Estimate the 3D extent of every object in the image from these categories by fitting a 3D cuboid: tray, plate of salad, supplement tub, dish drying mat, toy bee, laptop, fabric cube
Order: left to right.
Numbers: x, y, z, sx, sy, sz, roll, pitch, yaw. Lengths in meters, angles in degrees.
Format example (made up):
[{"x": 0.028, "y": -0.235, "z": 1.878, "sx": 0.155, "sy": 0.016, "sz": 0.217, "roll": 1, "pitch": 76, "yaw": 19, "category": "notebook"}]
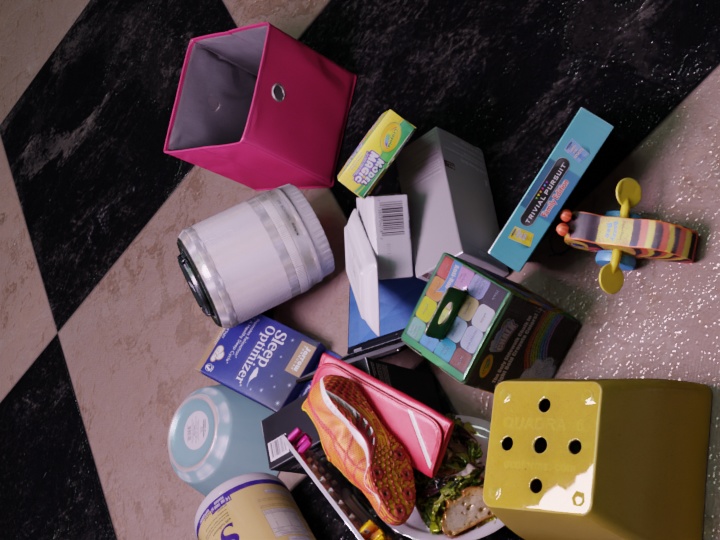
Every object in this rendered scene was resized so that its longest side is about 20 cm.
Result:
[{"x": -0.155, "y": -0.248, "z": 1.758, "sx": 0.200, "sy": 0.199, "sz": 0.197, "roll": 1, "pitch": 74, "yaw": 44, "category": "fabric cube"}, {"x": -0.128, "y": 0.391, "z": 1.520, "sx": 0.145, "sy": 0.145, "sz": 0.200, "roll": -52, "pitch": 46, "yaw": 16, "category": "supplement tub"}, {"x": 0.000, "y": 0.000, "z": 1.510, "sx": 0.200, "sy": 0.022, "sz": 0.108, "roll": -110, "pitch": 17, "yaw": -65, "category": "tray"}, {"x": 0.018, "y": 0.054, "z": 1.529, "sx": 0.187, "sy": 0.200, "sz": 0.116, "roll": -22, "pitch": 90, "yaw": 38, "category": "laptop"}, {"x": 0.019, "y": 0.173, "z": 1.356, "sx": 0.200, "sy": 0.018, "sz": 0.077, "roll": 25, "pitch": 106, "yaw": 31, "category": "dish drying mat"}, {"x": 0.105, "y": 0.242, "z": 1.348, "sx": 0.200, "sy": 0.048, "sz": 0.200, "roll": -7, "pitch": 39, "yaw": 5, "category": "plate of salad"}, {"x": 0.285, "y": -0.035, "z": 1.316, "sx": 0.200, "sy": 0.109, "sz": 0.131, "roll": -21, "pitch": 62, "yaw": 37, "category": "toy bee"}]

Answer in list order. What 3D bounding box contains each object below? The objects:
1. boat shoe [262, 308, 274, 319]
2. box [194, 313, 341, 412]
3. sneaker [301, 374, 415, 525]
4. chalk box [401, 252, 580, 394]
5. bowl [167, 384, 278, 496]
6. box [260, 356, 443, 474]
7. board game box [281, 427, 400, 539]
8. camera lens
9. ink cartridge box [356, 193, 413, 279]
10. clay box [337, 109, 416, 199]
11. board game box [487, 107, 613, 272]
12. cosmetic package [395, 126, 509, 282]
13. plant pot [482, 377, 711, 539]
[{"x": -0.163, "y": 0.011, "z": 1.762, "sx": 0.066, "sy": 0.070, "sz": 0.200, "roll": -14, "pitch": 63, "yaw": 26, "category": "boat shoe"}, {"x": -0.136, "y": 0.136, "z": 1.652, "sx": 0.200, "sy": 0.032, "sz": 0.121, "roll": 23, "pitch": 75, "yaw": 28, "category": "box"}, {"x": 0.001, "y": 0.218, "z": 1.330, "sx": 0.200, "sy": 0.073, "sz": 0.077, "roll": 59, "pitch": 134, "yaw": 27, "category": "sneaker"}, {"x": 0.143, "y": 0.067, "z": 1.345, "sx": 0.124, "sy": 0.200, "sz": 0.125, "roll": 34, "pitch": 98, "yaw": 46, "category": "chalk box"}, {"x": -0.216, "y": 0.254, "z": 1.688, "sx": 0.201, "sy": 0.105, "sz": 0.201, "roll": -18, "pitch": 63, "yaw": 39, "category": "bowl"}, {"x": -0.011, "y": 0.201, "z": 1.484, "sx": 0.200, "sy": 0.141, "sz": 0.079, "roll": -33, "pitch": 54, "yaw": 30, "category": "box"}, {"x": 0.005, "y": 0.292, "z": 1.382, "sx": 0.026, "sy": 0.200, "sz": 0.200, "roll": -44, "pitch": 54, "yaw": 1, "category": "board game box"}, {"x": -0.158, "y": -0.020, "z": 1.646, "sx": 0.200, "sy": 0.160, "sz": 0.160, "roll": -26, "pitch": 47, "yaw": -12, "category": "camera lens"}, {"x": 0.030, "y": -0.050, "z": 1.528, "sx": 0.200, "sy": 0.050, "sz": 0.109, "roll": -146, "pitch": 51, "yaw": -83, "category": "ink cartridge box"}, {"x": 0.019, "y": -0.156, "z": 1.490, "sx": 0.115, "sy": 0.048, "sz": 0.200, "roll": -54, "pitch": 4, "yaw": 4, "category": "clay box"}, {"x": 0.232, "y": -0.099, "z": 1.364, "sx": 0.047, "sy": 0.151, "sz": 0.200, "roll": 33, "pitch": 100, "yaw": 6, "category": "board game box"}, {"x": 0.120, "y": -0.077, "z": 1.492, "sx": 0.090, "sy": 0.107, "sz": 0.200, "roll": -33, "pitch": 55, "yaw": 33, "category": "cosmetic package"}, {"x": 0.242, "y": 0.205, "z": 1.213, "sx": 0.200, "sy": 0.176, "sz": 0.200, "roll": -5, "pitch": 71, "yaw": 43, "category": "plant pot"}]
